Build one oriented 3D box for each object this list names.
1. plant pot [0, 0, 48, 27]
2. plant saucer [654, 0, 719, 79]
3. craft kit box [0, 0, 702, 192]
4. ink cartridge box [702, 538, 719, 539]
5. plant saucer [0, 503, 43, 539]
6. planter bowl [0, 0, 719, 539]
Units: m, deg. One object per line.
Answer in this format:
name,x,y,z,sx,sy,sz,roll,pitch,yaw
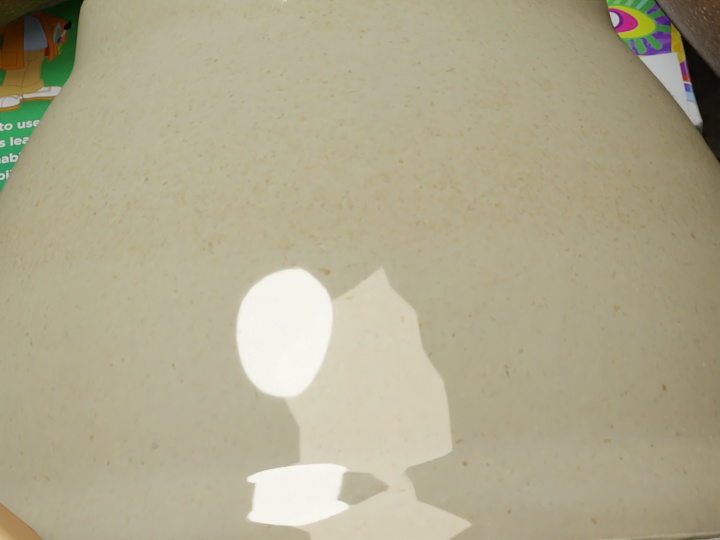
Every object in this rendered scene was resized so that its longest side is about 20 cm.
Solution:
plant pot,-0.068,-0.164,0.727,0.186,0.186,0.200,44,99,15
plant saucer,0.111,-0.090,0.769,0.034,0.200,0.200,-37,70,26
craft kit box,-0.019,-0.093,0.809,0.200,0.049,0.198,-8,52,-1
ink cartridge box,0.086,0.077,0.774,0.160,0.047,0.200,4,76,3
plant saucer,-0.106,0.129,0.590,0.200,0.037,0.200,2,94,31
planter bowl,0.000,0.000,0.661,0.200,0.200,0.135,-4,83,1
